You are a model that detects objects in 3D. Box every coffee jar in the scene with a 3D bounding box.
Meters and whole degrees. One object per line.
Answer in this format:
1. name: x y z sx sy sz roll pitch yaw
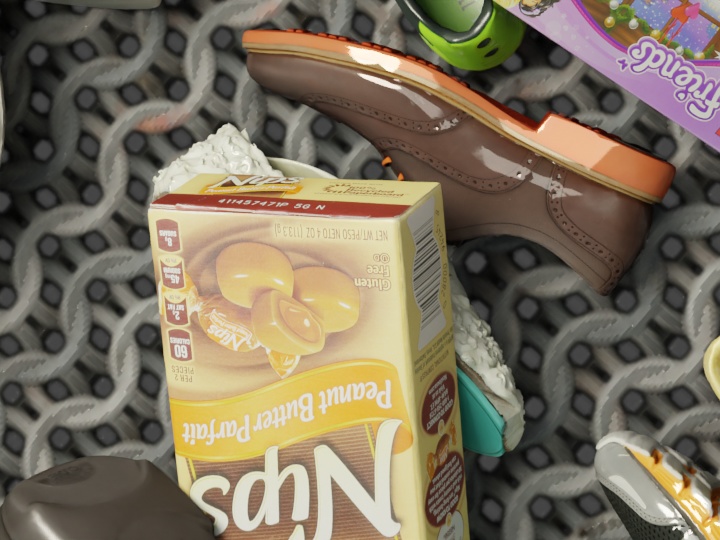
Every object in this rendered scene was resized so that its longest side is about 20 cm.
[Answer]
1. coffee jar: -0.144 0.172 1.102 0.085 0.104 0.200 42 115 16

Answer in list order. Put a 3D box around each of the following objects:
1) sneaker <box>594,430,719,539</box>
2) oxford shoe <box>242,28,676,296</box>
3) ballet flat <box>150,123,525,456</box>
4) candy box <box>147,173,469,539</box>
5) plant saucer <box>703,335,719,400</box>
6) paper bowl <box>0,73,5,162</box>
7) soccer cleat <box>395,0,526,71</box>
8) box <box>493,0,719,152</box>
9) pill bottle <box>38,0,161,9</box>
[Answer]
1. sneaker: 0.155 0.158 1.097 0.077 0.078 0.200 -36 82 14
2. oxford shoe: 0.033 -0.051 1.128 0.199 0.071 0.073 23 97 10
3. ballet flat: 0.000 0.000 1.137 0.200 0.072 0.072 35 94 7
4. candy box: -0.019 0.063 1.095 0.115 0.055 0.201 3 109 24
5. plant saucer: 0.278 0.067 1.091 0.199 0.048 0.201 -33 82 7
6. paper bowl: -0.262 -0.074 1.122 0.200 0.104 0.202 13 116 28
7. soccer cleat: 0.008 -0.177 1.130 0.067 0.081 0.200 -35 82 7
8. box: 0.130 -0.146 1.072 0.199 0.039 0.137 31 106 -21
9. pill bottle: -0.123 -0.221 1.138 0.113 0.114 0.201 6 89 10
